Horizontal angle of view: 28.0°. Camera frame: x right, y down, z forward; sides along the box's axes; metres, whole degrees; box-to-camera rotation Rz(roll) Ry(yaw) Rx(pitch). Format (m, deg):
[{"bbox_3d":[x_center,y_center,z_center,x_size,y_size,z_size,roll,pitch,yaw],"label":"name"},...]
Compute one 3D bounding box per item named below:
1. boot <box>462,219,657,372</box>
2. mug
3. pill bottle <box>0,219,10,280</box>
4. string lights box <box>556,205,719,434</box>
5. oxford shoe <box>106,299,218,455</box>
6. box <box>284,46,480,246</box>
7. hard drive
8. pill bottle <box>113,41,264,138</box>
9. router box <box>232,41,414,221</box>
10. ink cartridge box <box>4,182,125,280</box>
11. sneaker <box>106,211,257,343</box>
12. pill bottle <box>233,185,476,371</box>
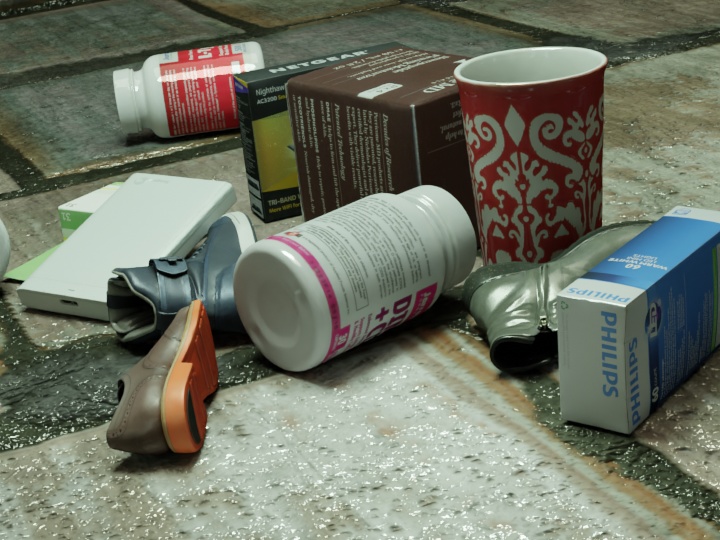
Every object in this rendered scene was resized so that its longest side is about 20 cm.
[{"bbox_3d":[0.189,0.029,1.192,0.199,0.068,0.131,-17,26,-6],"label":"boot"},{"bbox_3d":[0.173,-0.094,1.308,0.133,0.201,0.177,12,27,41],"label":"mug"},{"bbox_3d":[-0.433,-0.043,1.485,0.112,0.113,0.200,-15,22,-21],"label":"pill bottle"},{"bbox_3d":[0.223,0.032,1.097,0.059,0.103,0.200,11,27,35],"label":"string lights box"},{"bbox_3d":[-0.156,0.079,1.143,0.072,0.072,0.200,-10,21,6],"label":"oxford shoe"},{"bbox_3d":[0.053,-0.123,1.468,0.165,0.165,0.200,-22,26,-36],"label":"box"},{"bbox_3d":[-0.228,-0.026,1.425,0.131,0.026,0.200,7,41,30],"label":"hard drive"},{"bbox_3d":[-0.225,-0.238,1.931,0.199,0.113,0.112,-9,21,-5],"label":"pill bottle"},{"bbox_3d":[-0.031,-0.154,1.590,0.199,0.158,0.052,-15,22,-19],"label":"router box"},{"bbox_3d":[-0.262,-0.040,1.519,0.145,0.048,0.200,7,22,30],"label":"ink cartridge box"},{"bbox_3d":[-0.163,0.004,1.327,0.145,0.077,0.202,-8,22,-11],"label":"sneaker"},{"bbox_3d":[0.000,0.000,1.237,0.200,0.114,0.113,-25,27,-38],"label":"pill bottle"}]
